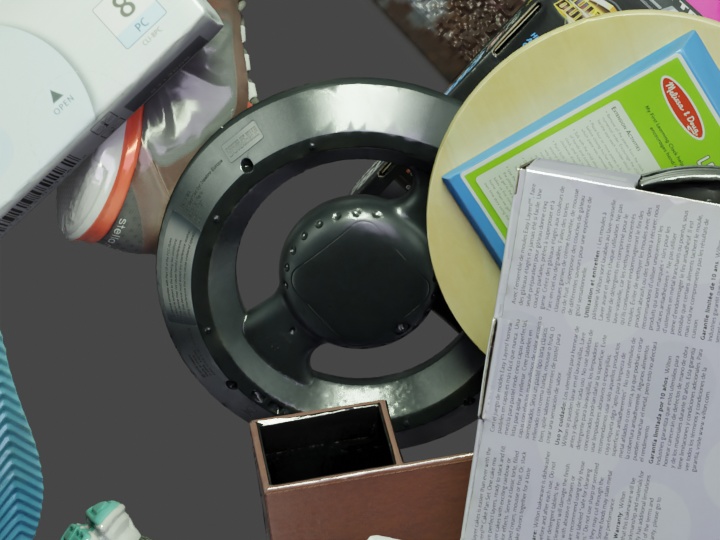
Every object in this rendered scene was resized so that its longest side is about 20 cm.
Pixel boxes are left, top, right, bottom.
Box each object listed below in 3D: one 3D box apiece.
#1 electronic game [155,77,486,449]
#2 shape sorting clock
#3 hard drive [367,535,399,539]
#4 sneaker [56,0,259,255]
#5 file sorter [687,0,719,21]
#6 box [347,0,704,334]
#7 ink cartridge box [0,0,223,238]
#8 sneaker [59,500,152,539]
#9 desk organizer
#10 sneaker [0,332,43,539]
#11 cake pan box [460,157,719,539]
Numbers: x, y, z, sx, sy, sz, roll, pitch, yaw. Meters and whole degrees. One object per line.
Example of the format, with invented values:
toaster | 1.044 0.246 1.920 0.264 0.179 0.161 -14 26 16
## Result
electronic game | 0.000 0.000 1.348 0.200 0.042 0.200 0 116 0
shape sorting clock | 0.131 -0.027 1.301 0.200 0.039 0.200 1 114 3
hard drive | -0.002 0.219 1.296 0.132 0.027 0.200 18 110 -48
sneaker | -0.083 -0.099 1.374 0.082 0.077 0.200 22 90 -20
file sorter | 0.259 -0.133 1.422 0.200 0.125 0.139 10 82 -12
box | 0.123 -0.032 1.362 0.200 0.050 0.199 40 116 -5
ink cartridge box | -0.189 -0.136 1.317 0.160 0.047 0.200 -43 83 5
sneaker | -0.135 0.215 1.320 0.091 0.078 0.200 31 79 -12
desk organizer | 0.050 0.105 1.342 0.200 0.072 0.077 -9 118 -4
sneaker | -0.205 0.067 1.320 0.076 0.081 0.200 -13 108 -27
cake pan box | 0.148 0.054 1.250 0.184 0.052 0.200 9 100 7
